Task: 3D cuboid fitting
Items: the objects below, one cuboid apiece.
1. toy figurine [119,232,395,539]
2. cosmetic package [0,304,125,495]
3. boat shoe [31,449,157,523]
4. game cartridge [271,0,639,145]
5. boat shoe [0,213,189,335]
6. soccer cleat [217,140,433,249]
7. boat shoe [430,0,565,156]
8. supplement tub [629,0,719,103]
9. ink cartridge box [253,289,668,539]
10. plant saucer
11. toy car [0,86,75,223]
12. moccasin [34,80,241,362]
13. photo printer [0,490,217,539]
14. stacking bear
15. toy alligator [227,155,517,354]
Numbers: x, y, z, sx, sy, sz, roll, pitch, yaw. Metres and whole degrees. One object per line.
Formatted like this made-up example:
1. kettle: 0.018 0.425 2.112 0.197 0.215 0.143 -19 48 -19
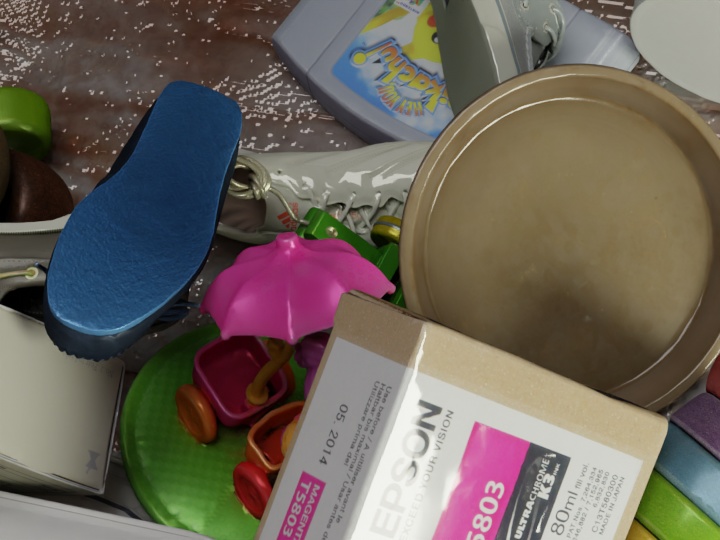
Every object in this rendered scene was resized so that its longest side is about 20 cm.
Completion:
1. toy figurine: -0.028 0.068 1.093 0.150 0.184 0.200 -28 69 -26
2. cosmetic package: -0.230 0.070 1.085 0.199 0.103 0.074 -5 68 34
3. boat shoe: -0.195 0.107 1.192 0.199 0.072 0.066 16 55 23
4. game cartridge: 0.050 -0.127 1.276 0.199 0.041 0.134 31 77 23
5. boat shoe: -0.190 0.015 1.142 0.200 0.072 0.061 -10 49 -1
6. soccer cleat: -0.020 -0.039 1.215 0.198 0.078 0.070 3 100 17
7. boat shoe: 0.083 -0.150 1.222 0.071 0.070 0.202 -3 62 -18
8. supplement tub: 0.241 -0.208 1.214 0.144 0.146 0.201 14 68 17
9. ink cartridge box: 0.037 0.132 1.013 0.075 0.164 0.201 20 89 56
10. plant saucer: 0.115 -0.011 1.156 0.198 0.029 0.202 -1 94 -12
11. toy car: -0.259 -0.053 1.206 0.157 0.200 0.165 -11 62 6
12. moccasin: -0.105 -0.015 1.079 0.080 0.068 0.200 27 41 3
13. photo printer: -0.141 0.171 1.088 0.199 0.167 0.070 8 66 23
14. stacking bear: 0.162 0.151 1.078 0.114 0.121 0.200 41 90 -5
15. toy alligator: 0.000 0.000 1.183 0.199 0.054 0.060 33 70 -9
